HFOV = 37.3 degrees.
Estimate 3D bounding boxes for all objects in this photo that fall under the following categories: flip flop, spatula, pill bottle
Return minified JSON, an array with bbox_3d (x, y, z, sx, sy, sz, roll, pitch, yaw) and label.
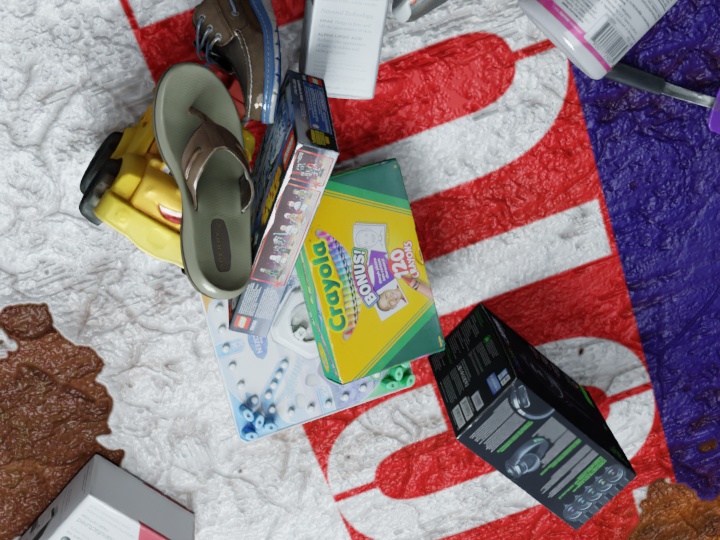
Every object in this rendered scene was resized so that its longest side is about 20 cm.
[{"bbox_3d":[-0.122,-0.077,0.887,0.081,0.057,0.201,-4,84,-33],"label":"flip flop"},{"bbox_3d":[0.328,-0.184,1.104,0.199,0.021,0.057,15,98,-11],"label":"spatula"},{"bbox_3d":[0.254,-0.289,0.999,0.113,0.113,0.200,40,103,-21],"label":"pill bottle"}]

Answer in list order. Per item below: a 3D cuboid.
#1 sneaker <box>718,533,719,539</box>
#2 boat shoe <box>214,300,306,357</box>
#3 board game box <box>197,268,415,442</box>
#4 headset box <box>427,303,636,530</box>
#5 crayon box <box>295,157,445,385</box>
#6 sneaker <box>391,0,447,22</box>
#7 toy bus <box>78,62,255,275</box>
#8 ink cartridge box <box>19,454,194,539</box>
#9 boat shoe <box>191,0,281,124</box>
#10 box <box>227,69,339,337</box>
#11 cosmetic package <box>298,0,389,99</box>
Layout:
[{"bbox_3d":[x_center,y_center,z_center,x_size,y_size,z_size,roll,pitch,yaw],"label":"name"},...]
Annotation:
[{"bbox_3d":[0.479,0.370,1.352,0.077,0.073,0.201,23,106,7],"label":"sneaker"},{"bbox_3d":[-0.082,0.080,1.144,0.072,0.065,0.200,-42,112,11],"label":"boat shoe"},{"bbox_3d":[-0.054,0.055,1.099,0.199,0.026,0.201,-17,97,-17],"label":"board game box"},{"bbox_3d":[0.185,0.159,1.153,0.200,0.174,0.093,39,104,-20],"label":"headset box"},{"bbox_3d":[0.000,0.000,1.071,0.118,0.058,0.201,-17,98,-18],"label":"crayon box"},{"bbox_3d":[0.122,-0.287,1.003,0.200,0.077,0.082,-37,114,10],"label":"sneaker"},{"bbox_3d":[-0.156,-0.109,0.986,0.135,0.200,0.192,32,98,-20],"label":"toy bus"},{"bbox_3d":[-0.306,0.333,1.216,0.147,0.083,0.200,37,104,-21],"label":"ink cartridge box"},{"bbox_3d":[-0.114,-0.214,0.955,0.072,0.201,0.072,-5,150,-12],"label":"boat shoe"},{"bbox_3d":[-0.075,-0.060,0.957,0.040,0.137,0.201,13,123,-17],"label":"box"},{"bbox_3d":[-0.011,-0.267,0.969,0.074,0.102,0.201,3,120,-8],"label":"cosmetic package"}]
